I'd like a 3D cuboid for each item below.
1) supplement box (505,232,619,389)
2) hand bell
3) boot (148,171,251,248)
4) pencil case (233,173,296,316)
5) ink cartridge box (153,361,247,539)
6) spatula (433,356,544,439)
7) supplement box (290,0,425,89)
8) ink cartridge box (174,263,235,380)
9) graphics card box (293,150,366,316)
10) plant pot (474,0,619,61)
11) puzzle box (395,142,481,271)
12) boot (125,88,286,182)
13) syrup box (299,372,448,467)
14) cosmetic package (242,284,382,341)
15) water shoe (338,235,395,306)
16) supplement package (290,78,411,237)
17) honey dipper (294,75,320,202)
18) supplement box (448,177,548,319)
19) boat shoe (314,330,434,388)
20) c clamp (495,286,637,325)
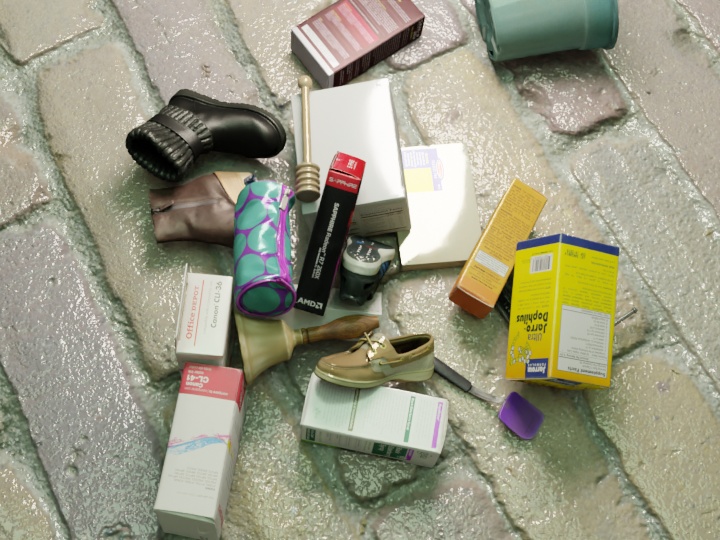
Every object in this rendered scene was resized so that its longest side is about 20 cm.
[{"bbox_3d":[0.285,0.061,1.599,0.107,0.109,0.204,12,79,-26],"label":"supplement box"},{"bbox_3d":[-0.070,0.090,1.560,0.196,0.104,0.106,-10,68,-8],"label":"hand bell"},{"bbox_3d":[-0.220,-0.054,1.673,0.164,0.073,0.202,-13,59,-12],"label":"boot"},{"bbox_3d":[-0.130,-0.034,1.556,0.085,0.092,0.202,32,38,-35],"label":"pencil case"},{"bbox_3d":[-0.209,0.243,1.506,0.084,0.148,0.203,10,66,1],"label":"ink cartridge box"},{"bbox_3d":[0.172,0.175,1.629,0.198,0.021,0.057,30,56,11],"label":"spatula"},{"bbox_3d":[-0.005,-0.387,1.835,0.199,0.061,0.109,-34,74,-16],"label":"supplement box"},{"bbox_3d":[-0.210,0.082,1.545,0.066,0.201,0.118,4,66,-2],"label":"ink cartridge box"},{"bbox_3d":[-0.042,-0.052,1.558,0.050,0.126,0.203,16,106,-2],"label":"graphics card box"},{"bbox_3d":[0.290,-0.432,1.814,0.193,0.201,0.203,-14,68,-2],"label":"plant pot"},{"bbox_3d":[0.114,-0.100,1.741,0.131,0.026,0.203,-4,67,-5],"label":"puzzle box"},{"bbox_3d":[-0.231,-0.190,1.696,0.208,0.080,0.158,15,37,12],"label":"boot"},{"bbox_3d":[0.019,0.209,1.573,0.197,0.079,0.083,12,67,1],"label":"syrup box"},{"bbox_3d":[-0.069,0.060,1.626,0.196,0.083,0.052,6,109,-1],"label":"cosmetic package"},{"bbox_3d":[0.000,0.000,1.624,0.070,0.200,0.080,18,100,8],"label":"water shoe"},{"bbox_3d":[-0.014,-0.163,1.698,0.153,0.111,0.203,-9,67,5],"label":"supplement package"},{"bbox_3d":[-0.079,-0.197,1.642,0.037,0.038,0.203,-1,67,-4],"label":"honey dipper"},{"bbox_3d":[0.204,-0.034,1.671,0.068,0.067,0.202,28,70,1],"label":"supplement box"},{"bbox_3d":[0.022,0.118,1.564,0.198,0.068,0.074,-3,20,-40],"label":"boat shoe"},{"bbox_3d":[0.287,0.039,1.697,0.170,0.027,0.201,-37,76,-12],"label":"c clamp"}]
